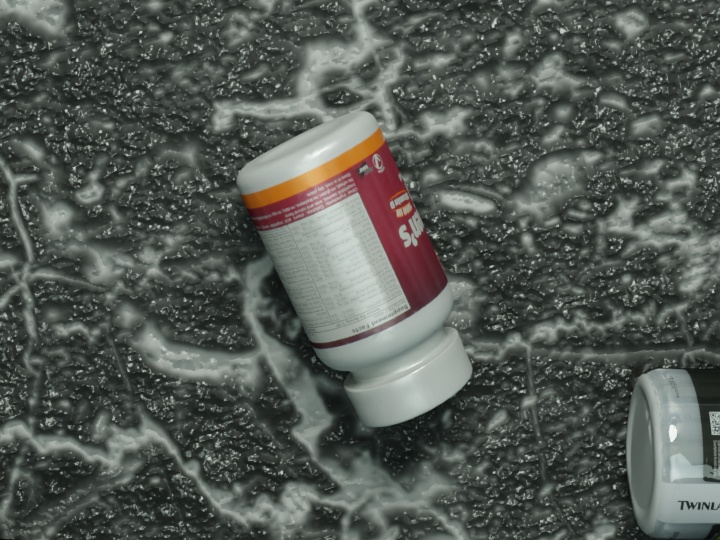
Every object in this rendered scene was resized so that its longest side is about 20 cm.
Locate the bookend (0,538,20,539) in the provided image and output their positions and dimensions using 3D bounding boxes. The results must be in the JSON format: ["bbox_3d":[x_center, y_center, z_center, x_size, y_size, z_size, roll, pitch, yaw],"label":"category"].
[{"bbox_3d":[-0.261,0.330,0.986,0.091,0.200,0.202,7,102,-2],"label":"bookend"}]

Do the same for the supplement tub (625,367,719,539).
[{"bbox_3d":[0.300,0.133,0.985,0.197,0.123,0.124,1,103,0],"label":"supplement tub"}]

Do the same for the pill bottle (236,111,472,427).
[{"bbox_3d":[0.000,0.000,0.959,0.108,0.110,0.202,-24,102,5],"label":"pill bottle"}]
